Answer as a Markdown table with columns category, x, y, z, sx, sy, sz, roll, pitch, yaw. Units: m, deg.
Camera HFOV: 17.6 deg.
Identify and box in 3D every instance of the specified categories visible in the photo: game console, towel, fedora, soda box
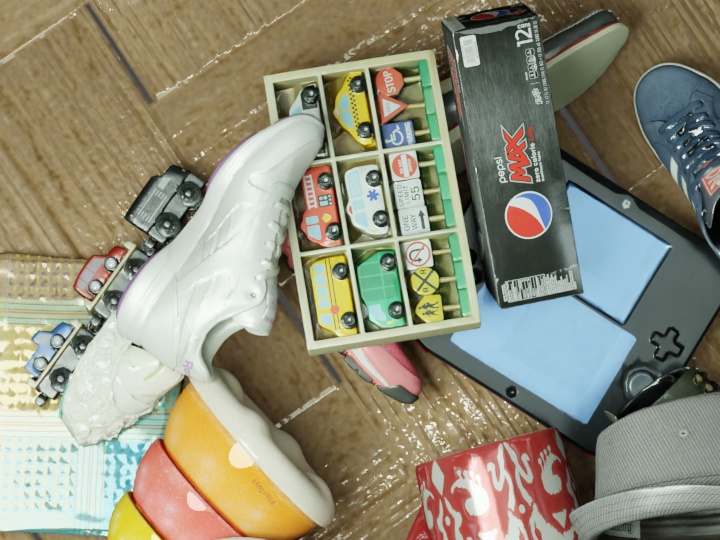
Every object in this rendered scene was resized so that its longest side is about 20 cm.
| category | x | y | z | sx | sy | sz | roll | pitch | yaw |
| --- | --- | --- | --- | --- | --- | --- | --- | --- | --- |
| game console | 0.151 | 0.020 | 1.695 | 0.199 | 0.031 | 0.178 | 32 | 94 | -2 |
| towel | -0.202 | 0.092 | 1.686 | 0.145 | 0.022 | 0.202 | 4 | 84 | -4 |
| fedora | 0.239 | 0.137 | 1.587 | 0.198 | 0.177 | 0.091 | -3 | 72 | 3 |
| soda box | 0.106 | -0.080 | 1.628 | 0.063 | 0.071 | 0.202 | -11 | 104 | -3 |

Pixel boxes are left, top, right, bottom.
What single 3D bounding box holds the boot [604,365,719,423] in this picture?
| category | x | y | z | sx | sy | sz | roll | pitch | yaw |
| --- | --- | --- | --- | --- | --- | --- | --- | --- | --- |
| boot | 0.288 | 0.102 | 1.672 | 0.199 | 0.077 | 0.139 | -38 | 103 | -6 |

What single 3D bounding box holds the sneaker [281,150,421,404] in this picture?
| category | x | y | z | sx | sy | sz | roll | pitch | yaw |
| --- | --- | --- | --- | --- | --- | --- | --- | --- | --- |
| sneaker | 0.000 | 0.000 | 1.668 | 0.086 | 0.074 | 0.201 | -32 | 86 | 4 |

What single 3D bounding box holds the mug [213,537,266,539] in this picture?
| category | x | y | z | sx | sy | sz | roll | pitch | yaw |
| --- | --- | --- | --- | --- | --- | --- | --- | --- | --- |
| mug | -0.095 | 0.292 | 1.547 | 0.186 | 0.154 | 0.150 | -34 | 113 | 15 |

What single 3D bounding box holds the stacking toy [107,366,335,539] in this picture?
| category | x | y | z | sx | sy | sz | roll | pitch | yaw |
| --- | --- | --- | --- | --- | --- | --- | --- | --- | --- |
| stacking toy | -0.130 | 0.178 | 1.627 | 0.200 | 0.146 | 0.146 | -42 | 89 | 0 |

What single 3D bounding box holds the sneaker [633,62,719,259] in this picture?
| category | x | y | z | sx | sy | sz | roll | pitch | yaw |
| --- | --- | --- | --- | --- | --- | --- | --- | --- | --- |
| sneaker | 0.259 | -0.070 | 1.672 | 0.075 | 0.084 | 0.201 | -41 | 71 | 17 |

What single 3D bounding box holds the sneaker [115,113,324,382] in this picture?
| category | x | y | z | sx | sy | sz | roll | pitch | yaw |
| --- | --- | --- | --- | --- | --- | --- | --- | --- | --- |
| sneaker | -0.077 | -0.014 | 1.592 | 0.099 | 0.075 | 0.201 | 37 | 92 | 16 |

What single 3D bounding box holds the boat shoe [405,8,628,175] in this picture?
| category | x | y | z | sx | sy | sz | roll | pitch | yaw |
| --- | --- | --- | --- | --- | --- | --- | --- | --- | --- |
| boat shoe | 0.102 | -0.136 | 1.697 | 0.199 | 0.071 | 0.063 | -34 | 63 | -1 |

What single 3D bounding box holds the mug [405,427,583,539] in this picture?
| category | x | y | z | sx | sy | sz | roll | pitch | yaw |
| --- | --- | --- | --- | --- | --- | --- | --- | --- | --- |
| mug | 0.094 | 0.226 | 1.642 | 0.176 | 0.133 | 0.202 | -14 | 84 | -6 |

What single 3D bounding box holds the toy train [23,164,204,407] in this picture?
| category | x | y | z | sx | sy | sz | roll | pitch | yaw |
| --- | --- | --- | --- | --- | --- | --- | --- | --- | --- |
| toy train | -0.181 | 0.009 | 1.669 | 0.046 | 0.034 | 0.201 | 33 | 82 | 3 |

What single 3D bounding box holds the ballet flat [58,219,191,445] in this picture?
| category | x | y | z | sx | sy | sz | roll | pitch | yaw |
| --- | --- | --- | --- | --- | --- | --- | --- | --- | --- |
| ballet flat | -0.138 | 0.042 | 1.643 | 0.071 | 0.072 | 0.201 | 34 | 82 | -1 |

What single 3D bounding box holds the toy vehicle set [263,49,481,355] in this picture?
| category | x | y | z | sx | sy | sz | roll | pitch | yaw |
| --- | --- | --- | --- | --- | --- | --- | --- | --- | --- |
| toy vehicle set | 0.008 | -0.048 | 1.637 | 0.123 | 0.027 | 0.202 | -10 | 78 | 0 |
